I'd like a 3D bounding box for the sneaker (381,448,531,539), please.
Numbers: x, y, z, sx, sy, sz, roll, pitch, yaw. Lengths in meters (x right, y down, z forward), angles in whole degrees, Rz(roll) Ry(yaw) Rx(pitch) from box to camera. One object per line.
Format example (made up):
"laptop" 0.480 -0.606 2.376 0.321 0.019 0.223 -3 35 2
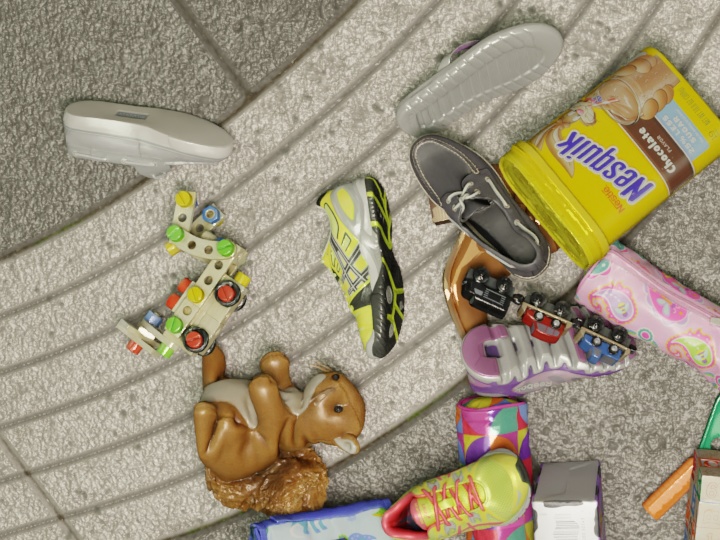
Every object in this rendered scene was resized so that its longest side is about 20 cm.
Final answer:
"sneaker" 0.099 0.251 1.638 0.200 0.090 0.079 -35 71 43

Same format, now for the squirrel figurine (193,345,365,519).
"squirrel figurine" -0.085 0.189 1.735 0.185 0.142 0.201 -3 111 0

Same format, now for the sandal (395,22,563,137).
"sandal" 0.122 -0.219 1.670 0.202 0.082 0.050 -28 48 14

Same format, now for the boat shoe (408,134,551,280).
"boat shoe" 0.125 -0.072 1.622 0.073 0.063 0.200 -43 80 5

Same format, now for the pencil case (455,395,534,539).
"pencil case" 0.152 0.237 1.708 0.088 0.088 0.201 -3 98 11

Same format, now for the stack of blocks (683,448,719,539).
"stack of blocks" 0.380 0.305 1.643 0.058 0.115 0.201 5 103 4

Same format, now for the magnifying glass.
"magnifying glass" 0.388 0.197 1.690 0.080 0.022 0.200 43 100 3

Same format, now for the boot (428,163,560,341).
"boot" 0.164 -0.018 1.685 0.154 0.077 0.201 -9 88 7

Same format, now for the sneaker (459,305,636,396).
"sneaker" 0.201 0.097 1.684 0.199 0.089 0.081 -6 57 -10

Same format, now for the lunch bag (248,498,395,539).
"lunch bag" -0.036 0.361 1.702 0.169 0.127 0.201 -6 98 -26

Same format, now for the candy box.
"candy box" 0.230 0.323 1.657 0.071 0.168 0.201 -3 96 10

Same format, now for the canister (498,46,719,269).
"canister" 0.267 -0.121 1.609 0.200 0.087 0.149 -38 81 -6

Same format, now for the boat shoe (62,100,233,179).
"boat shoe" -0.242 -0.140 1.744 0.199 0.072 0.069 8 120 3

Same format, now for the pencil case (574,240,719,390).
"pencil case" 0.328 0.045 1.646 0.199 0.087 0.088 32 101 8

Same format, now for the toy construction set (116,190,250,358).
"toy construction set" -0.199 0.022 1.735 0.131 0.092 0.201 34 102 12

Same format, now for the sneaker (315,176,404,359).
"sneaker" 0.000 0.000 1.716 0.076 0.075 0.201 -8 85 19

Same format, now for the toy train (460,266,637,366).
"toy train" 0.199 0.053 1.632 0.199 0.034 0.046 23 66 0
